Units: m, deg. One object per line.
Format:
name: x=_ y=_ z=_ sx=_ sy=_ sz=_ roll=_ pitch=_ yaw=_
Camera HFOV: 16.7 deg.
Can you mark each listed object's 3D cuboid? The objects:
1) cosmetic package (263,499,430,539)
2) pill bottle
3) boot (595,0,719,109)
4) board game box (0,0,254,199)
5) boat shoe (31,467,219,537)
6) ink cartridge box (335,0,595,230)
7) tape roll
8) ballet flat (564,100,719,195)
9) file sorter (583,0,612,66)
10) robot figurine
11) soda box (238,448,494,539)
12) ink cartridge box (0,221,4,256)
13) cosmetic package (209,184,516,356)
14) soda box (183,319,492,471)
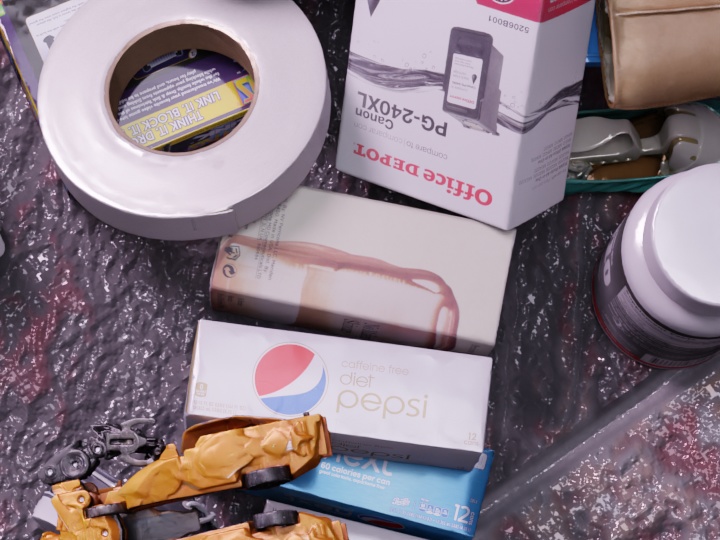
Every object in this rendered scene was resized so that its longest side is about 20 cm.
cosmetic package: x=0.022 y=0.221 z=1.681 sx=0.199 sy=0.051 sz=0.083 roll=13 pitch=76 yaw=-1
pill bottle: x=0.226 y=-0.004 z=1.664 sx=0.113 sy=0.200 sz=0.114 roll=1 pitch=78 yaw=-4
boot: x=0.259 y=-0.203 z=1.654 sx=0.199 sy=0.066 sz=0.176 roll=-5 pitch=78 yaw=-3
board game box: x=-0.149 y=-0.166 z=1.749 sx=0.199 sy=0.057 sz=0.166 roll=-22 pitch=82 yaw=-9
boat shoe: x=-0.127 y=0.180 z=1.650 sx=0.200 sy=0.072 sz=0.068 roll=23 pitch=76 yaw=28
ink cartridge box: x=0.072 y=-0.145 z=1.667 sx=0.145 sy=0.083 sz=0.201 roll=21 pitch=118 yaw=26
tape roll: x=-0.119 y=-0.116 z=1.666 sx=0.202 sy=0.037 sz=0.203 roll=-2 pitch=64 yaw=4
ballet flat: x=0.201 y=-0.088 z=1.747 sx=0.199 sy=0.070 sz=0.068 roll=-7 pitch=78 yaw=-5
file sorter: x=0.241 y=-0.201 z=1.747 sx=0.199 sy=0.123 sz=0.139 roll=-1 pitch=79 yaw=-3
robot figurine: x=-0.110 y=0.161 z=1.570 sx=0.199 sy=0.058 sz=0.146 roll=-12 pitch=78 yaw=7
soda box: x=-0.014 y=0.134 z=1.688 sx=0.199 sy=0.068 sz=0.064 roll=15 pitch=75 yaw=0
ink cartridge box: x=-0.338 y=-0.080 z=1.684 sx=0.128 sy=0.125 sz=0.200 roll=-27 pitch=80 yaw=-9
cosmetic package: x=0.000 y=0.000 z=1.701 sx=0.199 sy=0.103 sz=0.088 roll=11 pitch=79 yaw=0
soda box: x=-0.016 y=0.084 z=1.633 sx=0.199 sy=0.064 sz=0.068 roll=7 pitch=73 yaw=-2
